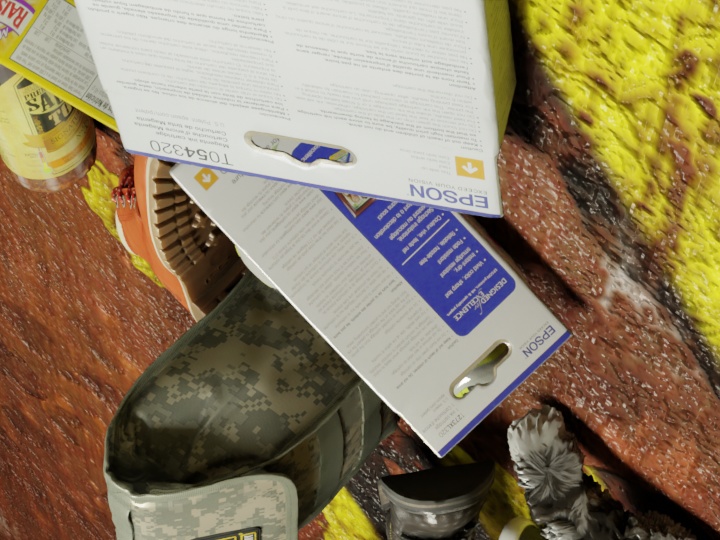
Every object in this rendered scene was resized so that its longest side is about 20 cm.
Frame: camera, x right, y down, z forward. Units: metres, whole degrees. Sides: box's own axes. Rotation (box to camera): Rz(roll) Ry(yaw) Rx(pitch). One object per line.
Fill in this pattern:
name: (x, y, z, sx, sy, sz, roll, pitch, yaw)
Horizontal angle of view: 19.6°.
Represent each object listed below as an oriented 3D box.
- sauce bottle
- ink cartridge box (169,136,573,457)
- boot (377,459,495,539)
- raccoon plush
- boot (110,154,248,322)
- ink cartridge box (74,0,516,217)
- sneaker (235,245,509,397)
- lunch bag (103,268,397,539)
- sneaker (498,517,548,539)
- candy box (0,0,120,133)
sauce bottle: (-0.211, -0.130, 1.263, 0.066, 0.066, 0.201, 32, 157, 28)
ink cartridge box: (0.006, -0.011, 1.043, 0.200, 0.095, 0.037, 47, -170, -1)
boot: (0.055, 0.207, 1.256, 0.200, 0.068, 0.176, 113, 149, -83)
raccoon plush: (0.155, 0.172, 1.170, 0.134, 0.096, 0.202, 75, 176, -74)
boot: (-0.116, -0.042, 1.246, 0.107, 0.075, 0.201, 40, 160, 24)
ink cartridge box: (-0.031, -0.114, 0.910, 0.194, 0.044, 0.201, 11, 147, 15)
sneaker: (0.000, 0.000, 1.104, 0.199, 0.075, 0.077, 31, 155, 28)
lunch bag: (-0.069, 0.102, 1.240, 0.117, 0.200, 0.164, 38, 157, 17)
sneaker: (0.149, 0.235, 1.281, 0.098, 0.071, 0.201, 0, 122, 36)
candy box: (-0.131, -0.134, 0.960, 0.026, 0.103, 0.200, 37, -177, 27)
